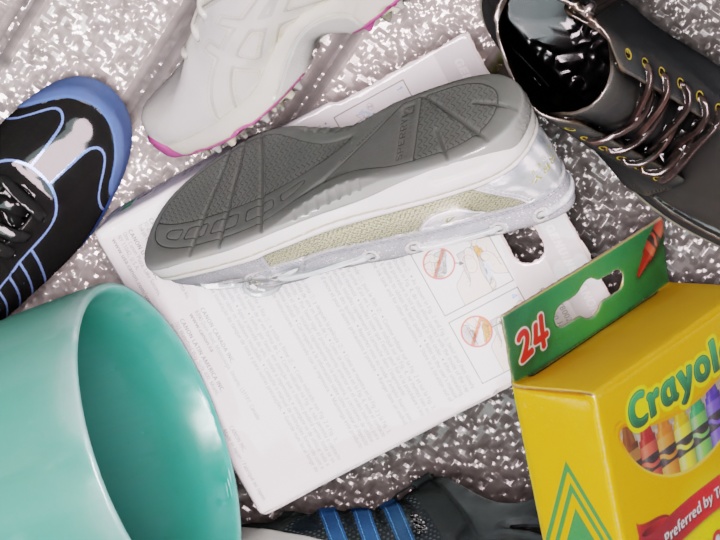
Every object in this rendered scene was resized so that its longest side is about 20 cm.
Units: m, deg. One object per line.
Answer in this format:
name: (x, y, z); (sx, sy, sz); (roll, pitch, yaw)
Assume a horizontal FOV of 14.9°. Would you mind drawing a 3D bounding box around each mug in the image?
mug: (-0.134, 0.110, 1.225); (0.114, 0.152, 0.186); (-19, 71, 18)

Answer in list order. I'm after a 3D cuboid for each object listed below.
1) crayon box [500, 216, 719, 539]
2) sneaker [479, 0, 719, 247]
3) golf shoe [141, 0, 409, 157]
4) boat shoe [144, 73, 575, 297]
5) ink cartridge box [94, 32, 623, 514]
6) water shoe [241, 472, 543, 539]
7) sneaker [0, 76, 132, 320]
crayon box: (0.134, 0.091, 1.246); (0.051, 0.127, 0.201); (5, 116, 42)
sneaker: (0.131, -0.061, 1.223); (0.200, 0.106, 0.075); (37, 106, -5)
golf shoe: (-0.043, -0.127, 1.220); (0.091, 0.075, 0.200); (39, 125, -18)
boat shoe: (-0.005, -0.026, 1.208); (0.201, 0.075, 0.065); (-19, 128, 26)
ink cartridge box: (0.000, 0.000, 1.288); (0.199, 0.050, 0.161); (-28, 100, 8)
water shoe: (0.019, 0.139, 1.313); (0.199, 0.079, 0.072); (3, 129, 30)
sneaker: (-0.181, -0.003, 1.285); (0.070, 0.078, 0.200); (39, 106, -5)
